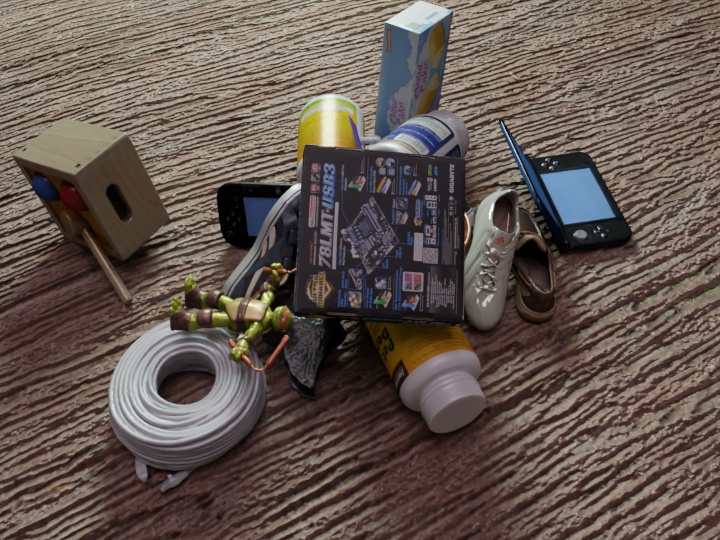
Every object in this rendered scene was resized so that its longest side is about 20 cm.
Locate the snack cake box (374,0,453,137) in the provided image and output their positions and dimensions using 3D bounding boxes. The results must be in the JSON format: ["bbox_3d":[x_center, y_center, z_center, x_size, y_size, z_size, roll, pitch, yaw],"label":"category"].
[{"bbox_3d":[0.086,-0.324,1.214,0.067,0.201,0.115,25,45,21],"label":"snack cake box"}]

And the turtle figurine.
[{"bbox_3d":[-0.150,0.048,0.935,0.159,0.065,0.201,8,48,8],"label":"turtle figurine"}]

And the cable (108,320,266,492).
[{"bbox_3d":[-0.220,0.149,0.929,0.199,0.070,0.200,-28,55,-20],"label":"cable"}]

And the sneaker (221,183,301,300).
[{"bbox_3d":[-0.110,-0.020,1.028,0.079,0.078,0.201,34,96,18],"label":"sneaker"}]

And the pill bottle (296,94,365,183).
[{"bbox_3d":[-0.046,-0.175,1.162,0.110,0.112,0.201,-2,50,0],"label":"pill bottle"}]

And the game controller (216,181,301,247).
[{"bbox_3d":[-0.116,-0.081,1.086,0.198,0.105,0.042,3,37,11],"label":"game controller"}]

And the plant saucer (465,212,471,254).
[{"bbox_3d":[0.047,-0.041,0.973,0.198,0.033,0.201,-5,39,4],"label":"plant saucer"}]

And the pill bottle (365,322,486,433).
[{"bbox_3d":[0.081,0.100,0.934,0.108,0.110,0.201,-17,52,-12],"label":"pill bottle"}]

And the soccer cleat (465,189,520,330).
[{"bbox_3d":[0.182,-0.019,1.017,0.069,0.078,0.202,15,71,-14],"label":"soccer cleat"}]

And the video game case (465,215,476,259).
[{"bbox_3d":[0.083,-0.035,1.103,0.198,0.022,0.183,19,54,17],"label":"video game case"}]

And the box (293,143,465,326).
[{"bbox_3d":[0.024,-0.040,0.866,0.196,0.050,0.202,3,79,-6],"label":"box"}]

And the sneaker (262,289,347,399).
[{"bbox_3d":[-0.058,0.068,1.001,0.103,0.060,0.200,25,55,14],"label":"sneaker"}]

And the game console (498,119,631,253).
[{"bbox_3d":[0.311,-0.139,1.119,0.169,0.119,0.201,-9,51,-5],"label":"game console"}]

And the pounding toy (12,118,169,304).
[{"bbox_3d":[-0.388,-0.088,1.074,0.183,0.201,0.142,17,51,34],"label":"pounding toy"}]

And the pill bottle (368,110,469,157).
[{"bbox_3d":[0.089,-0.172,1.135,0.115,0.117,0.200,24,39,20],"label":"pill bottle"}]

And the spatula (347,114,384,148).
[{"bbox_3d":[0.021,-0.204,1.163,0.020,0.200,0.057,-16,85,24],"label":"spatula"}]

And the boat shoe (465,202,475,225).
[{"bbox_3d":[0.087,-0.048,1.046,0.200,0.057,0.068,-38,15,-32],"label":"boat shoe"}]

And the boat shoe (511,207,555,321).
[{"bbox_3d":[0.245,-0.026,1.056,0.071,0.072,0.201,1,50,1],"label":"boat shoe"}]
